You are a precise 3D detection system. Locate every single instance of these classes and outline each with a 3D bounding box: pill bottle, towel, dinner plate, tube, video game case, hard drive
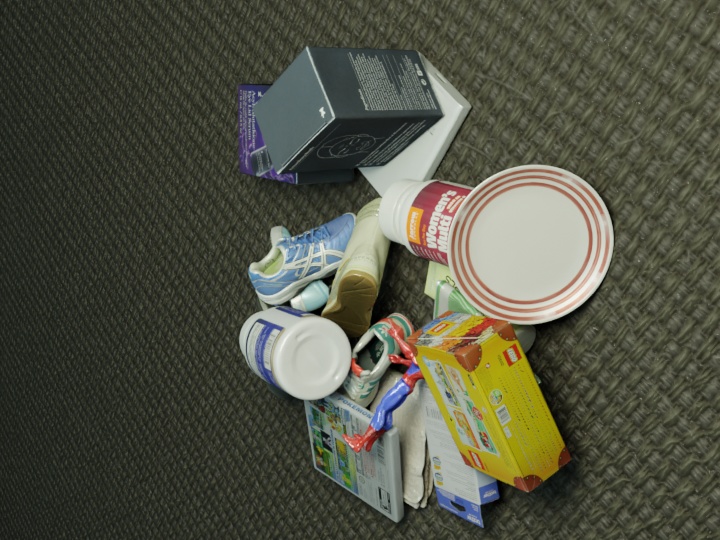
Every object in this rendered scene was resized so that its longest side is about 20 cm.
[{"bbox_3d":[-0.107,0.116,1.394,0.200,0.119,0.120,12,107,63],"label":"pill bottle"},{"bbox_3d":[0.162,0.116,1.247,0.200,0.023,0.153,51,159,29],"label":"towel"},{"bbox_3d":[0.203,-0.031,1.123,0.024,0.199,0.201,-88,4,-72],"label":"dinner plate"},{"bbox_3d":[0.153,0.048,1.274,0.058,0.052,0.200,-51,48,2],"label":"tube"},{"bbox_3d":[0.060,0.255,1.434,0.132,0.034,0.201,18,111,46],"label":"towel"},{"bbox_3d":[-0.011,0.275,1.435,0.182,0.022,0.201,26,137,34],"label":"video game case"},{"bbox_3d":[0.070,-0.193,1.337,0.132,0.026,0.200,52,133,29],"label":"hard drive"},{"bbox_3d":[0.122,-0.060,1.238,0.200,0.109,0.110,20,113,46],"label":"pill bottle"}]

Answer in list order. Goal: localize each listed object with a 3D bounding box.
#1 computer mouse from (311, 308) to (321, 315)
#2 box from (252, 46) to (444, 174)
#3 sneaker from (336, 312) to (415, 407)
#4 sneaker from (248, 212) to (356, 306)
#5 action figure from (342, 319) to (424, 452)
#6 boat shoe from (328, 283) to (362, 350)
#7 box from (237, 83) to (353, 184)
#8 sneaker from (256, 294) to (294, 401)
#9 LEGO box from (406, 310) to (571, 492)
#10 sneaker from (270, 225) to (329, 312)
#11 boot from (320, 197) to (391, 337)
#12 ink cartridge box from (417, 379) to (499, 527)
[{"bbox_3d":[-0.101,0.116,1.595,0.059,0.034,0.201,26,117,43],"label":"computer mouse"},{"bbox_3d":[-0.017,-0.215,1.260,0.148,0.200,0.107,-35,71,46],"label":"box"},{"bbox_3d":[-0.001,0.147,1.390,0.070,0.093,0.200,45,117,19],"label":"sneaker"},{"bbox_3d":[-0.084,-0.025,1.446,0.200,0.077,0.076,-38,47,-2],"label":"sneaker"},{"bbox_3d":[0.039,0.151,1.307,0.200,0.065,0.099,-47,69,10],"label":"action figure"},{"bbox_3d":[-0.018,0.111,1.478,0.067,0.057,0.201,-1,97,49],"label":"boat shoe"},{"bbox_3d":[-0.103,-0.218,1.457,0.200,0.104,0.149,16,110,56],"label":"box"},{"bbox_3d":[-0.139,0.130,1.559,0.106,0.075,0.200,-26,98,33],"label":"sneaker"},{"bbox_3d":[0.158,0.161,1.171,0.200,0.077,0.149,64,159,-14],"label":"LEGO box"},{"bbox_3d":[-0.094,-0.006,1.549,0.074,0.082,0.200,80,171,-48],"label":"sneaker"},{"bbox_3d":[0.000,0.000,1.385,0.200,0.072,0.155,112,175,-58],"label":"boot"},{"bbox_3d":[0.139,0.248,1.314,0.119,0.042,0.201,3,102,62],"label":"ink cartridge box"}]
